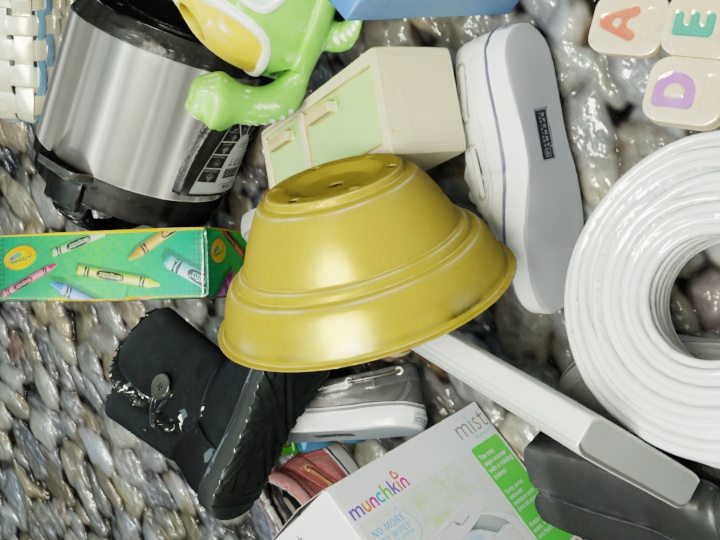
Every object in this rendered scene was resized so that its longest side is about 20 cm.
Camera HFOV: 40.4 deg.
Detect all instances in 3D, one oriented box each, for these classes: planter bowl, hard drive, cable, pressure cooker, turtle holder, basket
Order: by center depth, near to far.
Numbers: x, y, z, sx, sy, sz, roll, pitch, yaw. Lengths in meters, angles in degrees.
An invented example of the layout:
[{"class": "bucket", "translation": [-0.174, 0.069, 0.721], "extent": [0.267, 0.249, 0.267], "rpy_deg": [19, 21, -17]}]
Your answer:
[{"class": "cable", "translation": [0.220, 0.017, 0.580], "extent": [0.200, 0.069, 0.201], "rpy_deg": [-47, 56, 21]}, {"class": "planter bowl", "translation": [-0.007, -0.021, 0.620], "extent": [0.199, 0.200, 0.084], "rpy_deg": [1, 117, 39]}, {"class": "hard drive", "translation": [0.113, 0.085, 0.657], "extent": [0.200, 0.132, 0.026], "rpy_deg": [30, 89, 52]}, {"class": "turtle holder", "translation": [-0.077, -0.205, 0.734], "extent": [0.141, 0.131, 0.187], "rpy_deg": [-117, 44, -60]}, {"class": "pressure cooker", "translation": [-0.187, -0.126, 0.852], "extent": [0.201, 0.175, 0.179], "rpy_deg": [-67, 29, 18]}, {"class": "basket", "translation": [-0.302, -0.228, 0.924], "extent": [0.138, 0.200, 0.178], "rpy_deg": [10, 111, 12]}]

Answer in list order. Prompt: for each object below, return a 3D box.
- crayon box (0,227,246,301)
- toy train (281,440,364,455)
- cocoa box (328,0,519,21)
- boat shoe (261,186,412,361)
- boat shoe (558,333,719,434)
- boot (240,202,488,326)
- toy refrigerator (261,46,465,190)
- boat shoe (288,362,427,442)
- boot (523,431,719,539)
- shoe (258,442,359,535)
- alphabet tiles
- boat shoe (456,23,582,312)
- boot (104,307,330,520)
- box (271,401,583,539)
[{"class": "crayon box", "translation": [-0.198, -0.003, 0.846], "extent": [0.198, 0.119, 0.059], "rpy_deg": [-2, 89, 17]}, {"class": "toy train", "translation": [-0.061, 0.067, 0.882], "extent": [0.115, 0.085, 0.202], "rpy_deg": [-10, 92, 27]}, {"class": "cocoa box", "translation": [0.046, -0.251, 0.616], "extent": [0.132, 0.199, 0.133], "rpy_deg": [52, 128, 15]}, {"class": "boat shoe", "translation": [-0.025, 0.012, 0.840], "extent": [0.200, 0.072, 0.072], "rpy_deg": [46, 134, 26]}, {"class": "boat shoe", "translation": [0.213, 0.080, 0.658], "extent": [0.199, 0.065, 0.074], "rpy_deg": [-16, 93, 42]}, {"class": "boot", "translation": [0.000, 0.000, 0.752], "extent": [0.198, 0.074, 0.096], "rpy_deg": [0, 73, 13]}, {"class": "toy refrigerator", "translation": [-0.008, -0.098, 0.743], "extent": [0.200, 0.069, 0.077], "rpy_deg": [-19, 79, 61]}, {"class": "boat shoe", "translation": [-0.042, 0.105, 0.815], "extent": [0.198, 0.070, 0.067], "rpy_deg": [-6, 70, 20]}, {"class": "boot", "translation": [0.215, 0.202, 0.688], "extent": [0.199, 0.065, 0.166], "rpy_deg": [10, 116, 39]}, {"class": "shoe", "translation": [-0.008, 0.247, 0.872], "extent": [0.200, 0.091, 0.072], "rpy_deg": [49, 128, 19]}, {"class": "alphabet tiles", "translation": [0.232, -0.176, 0.558], "extent": [0.195, 0.015, 0.202], "rpy_deg": [15, 91, 36]}, {"class": "boat shoe", "translation": [0.110, -0.070, 0.699], "extent": [0.065, 0.073, 0.202], "rpy_deg": [-6, 89, 49]}, {"class": "boot", "translation": [-0.115, 0.069, 0.768], "extent": [0.168, 0.076, 0.201], "rpy_deg": [34, 102, 35]}, {"class": "box", "translation": [0.061, 0.221, 0.737], "extent": [0.177, 0.199, 0.097], "rpy_deg": [53, 128, 16]}]
